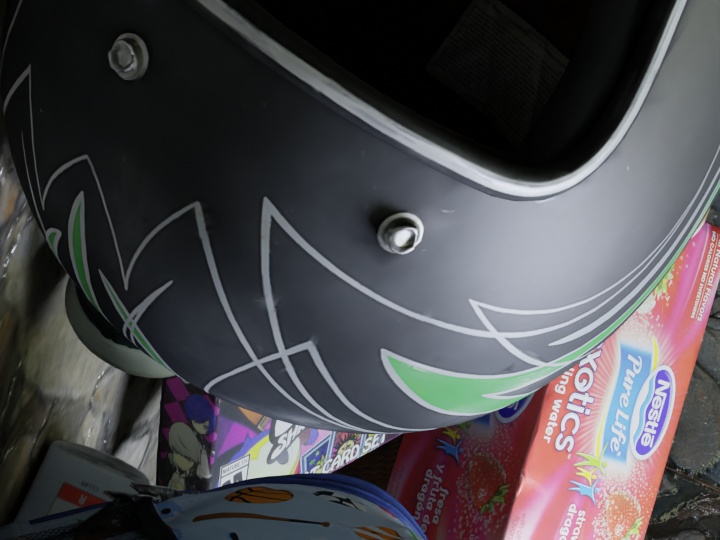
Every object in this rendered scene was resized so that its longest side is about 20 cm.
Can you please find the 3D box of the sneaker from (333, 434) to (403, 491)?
[{"bbox_3d":[0.011,0.109,1.065,0.200,0.072,0.085,-109,-175,-65],"label":"sneaker"}]

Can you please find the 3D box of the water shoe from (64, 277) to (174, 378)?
[{"bbox_3d":[-0.028,-0.050,0.627,0.201,0.071,0.079,-63,-176,-37],"label":"water shoe"}]

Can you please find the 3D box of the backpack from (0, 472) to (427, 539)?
[{"bbox_3d":[-0.045,0.154,0.573,0.154,0.189,0.202,-124,-154,-67],"label":"backpack"}]

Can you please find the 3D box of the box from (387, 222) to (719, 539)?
[{"bbox_3d":[0.099,0.056,0.937,0.099,0.095,0.202,18,88,-38],"label":"box"}]

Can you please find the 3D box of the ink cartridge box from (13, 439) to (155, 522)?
[{"bbox_3d":[-0.128,0.179,0.704,0.162,0.050,0.201,88,22,-70],"label":"ink cartridge box"}]

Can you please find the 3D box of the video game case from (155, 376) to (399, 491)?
[{"bbox_3d":[0.000,0.000,0.784,0.199,0.036,0.183,-23,132,-44],"label":"video game case"}]

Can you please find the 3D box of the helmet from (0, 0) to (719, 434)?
[{"bbox_3d":[0.004,-0.052,0.479,0.191,0.200,0.200,-45,167,-11],"label":"helmet"}]

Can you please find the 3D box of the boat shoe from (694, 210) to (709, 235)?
[{"bbox_3d":[0.114,-0.072,0.847,0.070,0.070,0.201,100,-13,-47],"label":"boat shoe"}]
